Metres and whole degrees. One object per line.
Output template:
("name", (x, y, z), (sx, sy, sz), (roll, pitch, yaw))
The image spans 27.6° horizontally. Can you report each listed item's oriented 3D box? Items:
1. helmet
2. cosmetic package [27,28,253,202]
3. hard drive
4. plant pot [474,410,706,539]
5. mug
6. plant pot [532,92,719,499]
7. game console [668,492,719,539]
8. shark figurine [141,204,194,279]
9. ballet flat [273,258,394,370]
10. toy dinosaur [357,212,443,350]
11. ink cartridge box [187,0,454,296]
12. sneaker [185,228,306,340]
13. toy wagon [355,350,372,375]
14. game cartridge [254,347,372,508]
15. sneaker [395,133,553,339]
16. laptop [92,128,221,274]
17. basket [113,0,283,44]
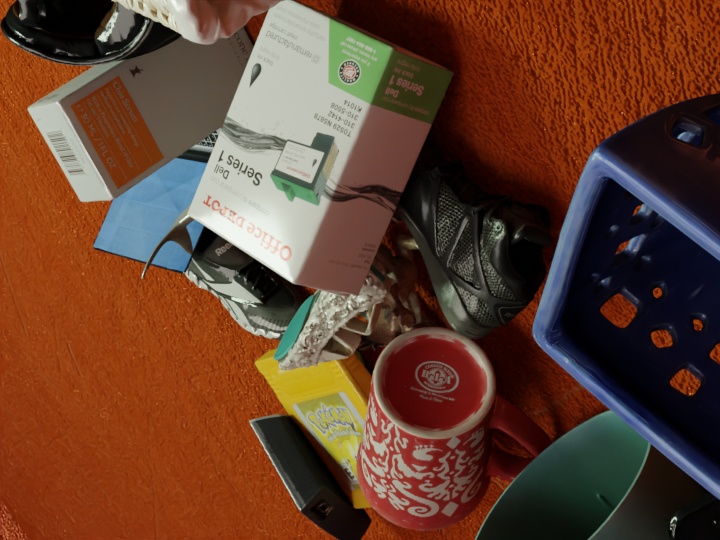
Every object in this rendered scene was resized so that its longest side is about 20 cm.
("helmet", (-0.215, -0.277, 1.243), (0.199, 0.191, 0.201), (7, 124, 11))
("cosmetic package", (-0.186, -0.155, 1.326), (0.071, 0.200, 0.102), (1, 124, 55))
("hard drive", (-0.050, 0.233, 1.643), (0.135, 0.042, 0.200), (57, -177, 27))
("plant pot", (0.216, 0.241, 1.212), (0.161, 0.201, 0.200), (44, 153, -11))
("mug", (0.083, 0.136, 1.346), (0.200, 0.177, 0.134), (90, 164, -61))
("plant pot", (0.246, 0.000, 0.892), (0.200, 0.180, 0.200), (40, 149, 20))
("game console", (0.353, 0.246, 1.092), (0.200, 0.175, 0.116), (65, 177, -21))
("shark figurine", (-0.105, -0.045, 1.380), (0.214, 0.090, 0.129), (2, 123, 9))
("ballet flat", (-0.023, 0.046, 1.288), (0.072, 0.072, 0.200), (47, 149, 8))
("toy dinosaur", (0.000, 0.000, 1.348), (0.200, 0.086, 0.135), (51, 150, -3))
("ink cartridge box", (-0.036, -0.099, 1.174), (0.146, 0.084, 0.201), (31, 102, 38))
("sneaker", (-0.127, 0.003, 1.563), (0.200, 0.066, 0.091), (34, 150, 34))
("toy wagon", (-0.002, 0.161, 1.590), (0.200, 0.040, 0.155), (52, 152, -1))
("game cartridge", (-0.015, 0.160, 1.534), (0.200, 0.032, 0.176), (54, 152, -8))
("sneaker", (0.088, -0.055, 1.182), (0.114, 0.076, 0.200), (-33, 78, 40))
("laptop", (-0.229, -0.123, 1.516), (0.187, 0.116, 0.200), (13, 133, 49))
("basket", (-0.112, -0.301, 1.054), (0.161, 0.200, 0.199), (23, 140, 45))
